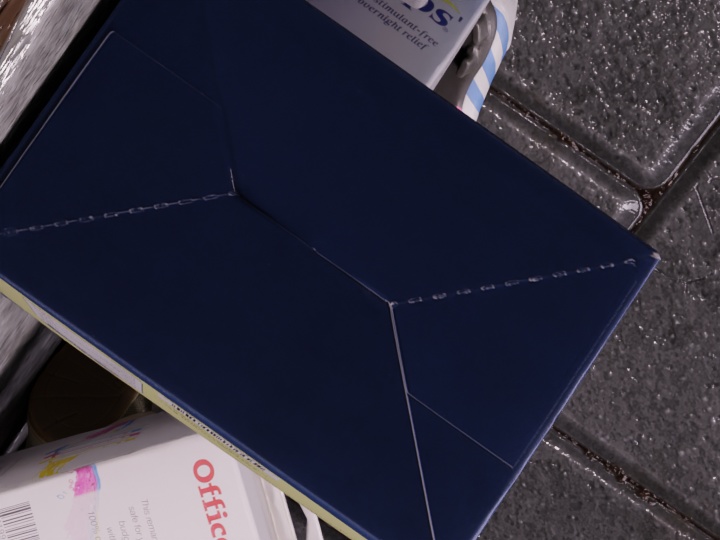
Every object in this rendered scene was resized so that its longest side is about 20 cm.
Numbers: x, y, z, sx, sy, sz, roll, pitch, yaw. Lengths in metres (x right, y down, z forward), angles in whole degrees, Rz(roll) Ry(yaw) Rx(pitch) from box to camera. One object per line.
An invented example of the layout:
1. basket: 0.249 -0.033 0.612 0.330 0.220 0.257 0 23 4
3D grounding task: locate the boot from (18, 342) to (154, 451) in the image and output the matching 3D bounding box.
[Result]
1. boot: -0.152 0.071 1.342 0.200 0.073 0.156 -52 174 -35

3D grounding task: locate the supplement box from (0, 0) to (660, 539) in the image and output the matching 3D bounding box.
1. supplement box: -0.025 0.002 0.770 0.135 0.199 0.200 -55 -178 -7

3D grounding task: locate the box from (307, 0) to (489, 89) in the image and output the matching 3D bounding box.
1. box: -0.041 -0.067 1.072 0.200 0.105 0.184 -56 180 -42

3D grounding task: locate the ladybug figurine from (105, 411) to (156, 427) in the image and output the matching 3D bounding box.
1. ladybug figurine: -0.162 0.174 1.220 0.200 0.072 0.136 -49 157 -21

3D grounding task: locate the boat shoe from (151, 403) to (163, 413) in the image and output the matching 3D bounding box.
1. boat shoe: -0.093 0.097 1.299 0.060 0.076 0.200 -40 175 -43

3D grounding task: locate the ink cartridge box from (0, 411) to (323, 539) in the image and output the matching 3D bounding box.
1. ink cartridge box: -0.114 0.149 1.084 0.198 0.130 0.125 -15 -175 5

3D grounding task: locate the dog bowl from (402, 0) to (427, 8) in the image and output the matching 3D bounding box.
1. dog bowl: 0.050 -0.224 0.952 0.201 0.079 0.200 -57 -179 1

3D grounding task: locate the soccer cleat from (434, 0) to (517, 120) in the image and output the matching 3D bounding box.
1. soccer cleat: 0.054 -0.113 1.258 0.086 0.070 0.201 -48 168 -43
